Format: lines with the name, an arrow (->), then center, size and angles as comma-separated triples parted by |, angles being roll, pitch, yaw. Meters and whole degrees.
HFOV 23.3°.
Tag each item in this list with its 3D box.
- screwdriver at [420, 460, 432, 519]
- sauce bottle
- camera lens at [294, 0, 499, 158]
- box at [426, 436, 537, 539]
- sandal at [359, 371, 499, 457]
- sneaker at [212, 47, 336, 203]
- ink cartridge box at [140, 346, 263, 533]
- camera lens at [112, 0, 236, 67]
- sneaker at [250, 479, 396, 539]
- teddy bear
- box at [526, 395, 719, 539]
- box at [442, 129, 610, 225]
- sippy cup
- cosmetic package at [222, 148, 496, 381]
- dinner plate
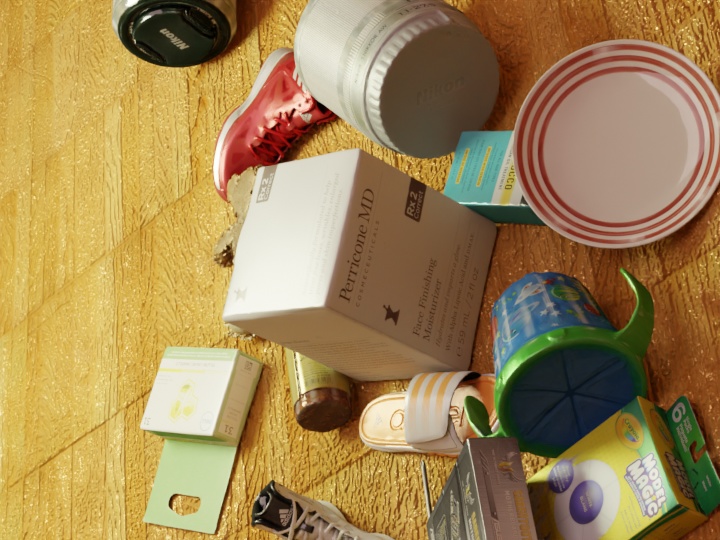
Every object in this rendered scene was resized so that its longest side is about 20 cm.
screwdriver -> 0.070, 0.269, 1.638 | 0.029, 0.028, 0.201 | 111, 157, -46
sauce bottle -> -0.050, 0.074, 1.858 | 0.066, 0.066, 0.201 | -35, 46, 32
camera lens -> 0.035, -0.220, 1.834 | 0.161, 0.159, 0.200 | -58, 38, 7
box -> 0.110, 0.269, 1.507 | 0.159, 0.048, 0.201 | 110, 157, -51
sandal -> 0.056, 0.140, 1.698 | 0.206, 0.059, 0.080 | -14, 60, 45
sneaker -> -0.097, -0.167, 2.042 | 0.115, 0.078, 0.201 | 16, 84, 54
ink cartridge box -> -0.194, 0.189, 1.980 | 0.145, 0.048, 0.201 | -1, 67, 49
camera lens -> -0.240, -0.378, 2.262 | 0.159, 0.159, 0.201 | -30, 49, 36
sneaker -> -0.042, 0.267, 1.696 | 0.200, 0.115, 0.076 | 24, 88, 52
teddy bear -> -0.109, -0.018, 1.992 | 0.145, 0.066, 0.201 | -38, 51, 37
box -> 0.214, 0.198, 1.490 | 0.200, 0.048, 0.118 | -41, 43, 26
box -> 0.170, -0.091, 1.703 | 0.199, 0.049, 0.083 | 4, 73, 51
sippy cup -> 0.174, 0.074, 1.550 | 0.176, 0.140, 0.131 | -12, 38, -1
cosmetic package -> 0.000, 0.000, 1.729 | 0.164, 0.199, 0.166 | -7, 65, 48
dinner plate -> 0.238, -0.115, 1.598 | 0.198, 0.024, 0.202 | -5, 72, 15
